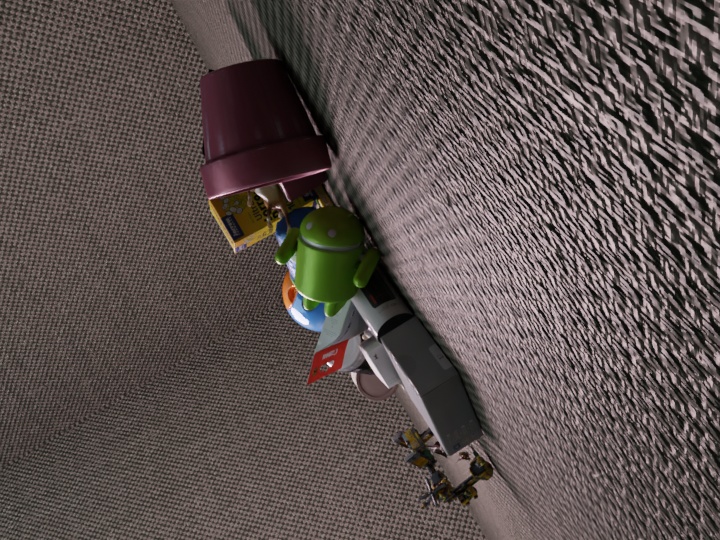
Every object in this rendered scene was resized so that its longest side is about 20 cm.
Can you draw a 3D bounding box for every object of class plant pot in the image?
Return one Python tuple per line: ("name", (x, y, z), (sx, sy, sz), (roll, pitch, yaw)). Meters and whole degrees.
("plant pot", (-0.160, -0.218, 1.217), (0.200, 0.200, 0.179), (-156, 52, -82))

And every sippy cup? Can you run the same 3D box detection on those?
("sippy cup", (-0.102, -0.052, 1.583), (0.178, 0.140, 0.130), (17, 144, 47))

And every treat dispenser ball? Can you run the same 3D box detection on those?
("treat dispenser ball", (-0.092, 0.051, 1.964), (0.201, 0.201, 0.201), (59, 175, 8))

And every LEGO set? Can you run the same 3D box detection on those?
("LEGO set", (0.158, 0.362, 1.576), (0.116, 0.154, 0.200), (38, -158, -52))

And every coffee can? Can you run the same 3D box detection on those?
("coffee can", (0.047, 0.354, 2.704), (0.146, 0.146, 0.200), (60, 175, -3))

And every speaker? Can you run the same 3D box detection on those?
("speaker", (0.021, 0.042, 1.465), (0.200, 0.081, 0.081), (56, 174, 39))

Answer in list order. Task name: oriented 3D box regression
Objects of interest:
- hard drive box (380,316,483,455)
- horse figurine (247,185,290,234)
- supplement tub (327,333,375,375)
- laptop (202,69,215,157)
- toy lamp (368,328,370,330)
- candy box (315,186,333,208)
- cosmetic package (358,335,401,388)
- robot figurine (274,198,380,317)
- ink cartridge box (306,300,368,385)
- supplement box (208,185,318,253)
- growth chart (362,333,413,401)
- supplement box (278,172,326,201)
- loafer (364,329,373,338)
("hard drive box", (0.126, 0.205, 1.397), (0.156, 0.077, 0.200), (54, 173, 45))
("horse figurine", (-0.184, -0.150, 1.489), (0.200, 0.050, 0.133), (50, -159, -41))
("supplement tub", (0.009, 0.183, 1.878), (0.200, 0.123, 0.123), (19, -148, -53))
("laptop", (-0.251, -0.292, 1.634), (0.200, 0.103, 0.178), (96, 178, -84))
("toy lamp", (-0.011, 0.044, 1.700), (0.200, 0.058, 0.058), (56, 174, 18))
("candy box", (-0.075, -0.136, 1.696), (0.200, 0.026, 0.102), (58, 171, 11))
("cosmetic package", (0.066, 0.161, 1.574), (0.085, 0.108, 0.200), (59, 177, -3))
("robot figurine", (-0.054, -0.023, 1.393), (0.116, 0.175, 0.200), (-41, -36, -58))
("ink cartridge box", (-0.029, 0.131, 1.590), (0.047, 0.200, 0.160), (22, -165, 21))
("supplement box", (-0.201, -0.138, 1.656), (0.109, 0.200, 0.110), (59, 169, 5))
("growth chart", (0.088, 0.219, 1.776), (0.200, 0.018, 0.145), (52, -161, 19))
("supplement box", (-0.154, -0.243, 1.495), (0.200, 0.086, 0.110), (57, 176, 30))
("loafer", (0.036, 0.110, 1.790), (0.070, 0.070, 0.200), (34, -162, -22))
